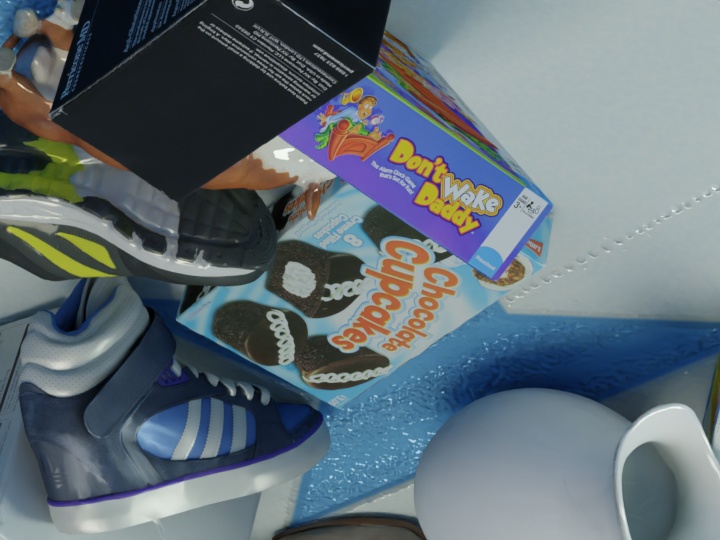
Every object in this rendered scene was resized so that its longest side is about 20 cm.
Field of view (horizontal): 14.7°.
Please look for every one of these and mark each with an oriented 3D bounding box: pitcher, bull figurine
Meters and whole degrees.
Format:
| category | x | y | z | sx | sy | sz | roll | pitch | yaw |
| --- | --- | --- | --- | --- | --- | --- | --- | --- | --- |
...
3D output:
| category | x | y | z | sx | sy | sz | roll | pitch | yaw |
| --- | --- | --- | --- | --- | --- | --- | --- | --- | --- |
| pitcher | 0.134 | 0.145 | 1.574 | 0.200 | 0.121 | 0.172 | -3 | 130 | 54 |
| bull figurine | -0.097 | -0.083 | 1.411 | 0.199 | 0.066 | 0.122 | 11 | 163 | 8 |

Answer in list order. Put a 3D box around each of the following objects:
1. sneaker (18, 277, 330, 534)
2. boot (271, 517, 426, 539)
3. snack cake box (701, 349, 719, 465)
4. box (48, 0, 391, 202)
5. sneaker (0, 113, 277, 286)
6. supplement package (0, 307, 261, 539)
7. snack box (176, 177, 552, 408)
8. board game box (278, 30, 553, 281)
| category | x | y | z | sx | sy | sz | roll | pitch | yaw |
| --- | --- | --- | --- | --- | --- | --- | --- | --- | --- |
| sneaker | -0.107 | 0.059 | 1.607 | 0.080 | 0.199 | 0.147 | 0 | 102 | 51 |
| boot | 0.026 | 0.234 | 1.738 | 0.199 | 0.147 | 0.070 | -1 | 143 | 18 |
| snack cake box | 0.249 | 0.107 | 1.572 | 0.114 | 0.067 | 0.201 | 8 | 143 | 3 |
| box | -0.046 | -0.150 | 1.211 | 0.079 | 0.201 | 0.141 | 35 | 139 | -27 |
| sneaker | -0.138 | -0.030 | 1.515 | 0.199 | 0.075 | 0.085 | 17 | 150 | 10 |
| supplement package | -0.174 | 0.149 | 1.675 | 0.110 | 0.156 | 0.200 | -16 | 135 | 35 |
| snack box | 0.000 | 0.000 | 1.530 | 0.116 | 0.037 | 0.200 | 29 | 140 | -22 |
| board game box | -0.002 | -0.082 | 1.300 | 0.134 | 0.200 | 0.045 | 33 | 101 | -26 |
